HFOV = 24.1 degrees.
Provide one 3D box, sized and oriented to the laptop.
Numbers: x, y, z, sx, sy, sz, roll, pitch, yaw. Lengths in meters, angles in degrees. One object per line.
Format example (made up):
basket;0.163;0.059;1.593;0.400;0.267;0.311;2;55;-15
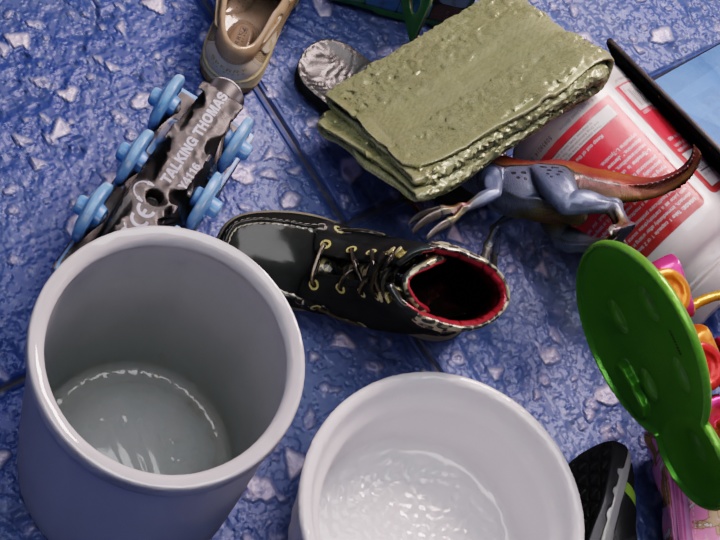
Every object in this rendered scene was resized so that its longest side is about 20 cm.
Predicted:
laptop;0.315;-0.127;1.361;0.116;0.200;0.188;-43;67;4

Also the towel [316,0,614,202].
towel;0.078;-0.133;1.274;0.199;0.037;0.148;-34;47;-15

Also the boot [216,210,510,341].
boot;0.001;-0.001;1.194;0.201;0.154;0.074;17;83;-10

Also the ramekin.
ramekin;0.044;0.181;1.154;0.198;0.098;0.203;7;62;-13

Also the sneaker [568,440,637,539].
sneaker;0.172;0.223;1.201;0.082;0.071;0.202;31;58;-27

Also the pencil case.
pencil case;0.252;0.199;1.213;0.082;0.087;0.202;0;62;-2

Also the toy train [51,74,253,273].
toy train;-0.145;-0.050;1.204;0.086;0.114;0.201;31;60;-3

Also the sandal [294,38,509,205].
sandal;0.037;-0.118;1.328;0.199;0.048;0.076;32;60;1

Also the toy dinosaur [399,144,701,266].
toy dinosaur;0.122;-0.055;1.271;0.200;0.105;0.181;-40;63;-19

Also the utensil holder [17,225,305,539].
utensil holder;-0.139;0.093;1.086;0.168;0.200;0.172;7;62;-13

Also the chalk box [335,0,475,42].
chalk box;0.044;-0.285;1.370;0.122;0.125;0.202;12;60;-10

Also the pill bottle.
pill bottle;0.221;-0.055;1.314;0.112;0.112;0.200;-36;78;-28

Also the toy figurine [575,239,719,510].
toy figurine;0.279;0.040;1.187;0.183;0.150;0.202;-23;85;-19

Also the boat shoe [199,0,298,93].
boat shoe;-0.075;-0.237;1.345;0.070;0.065;0.202;16;61;-8
